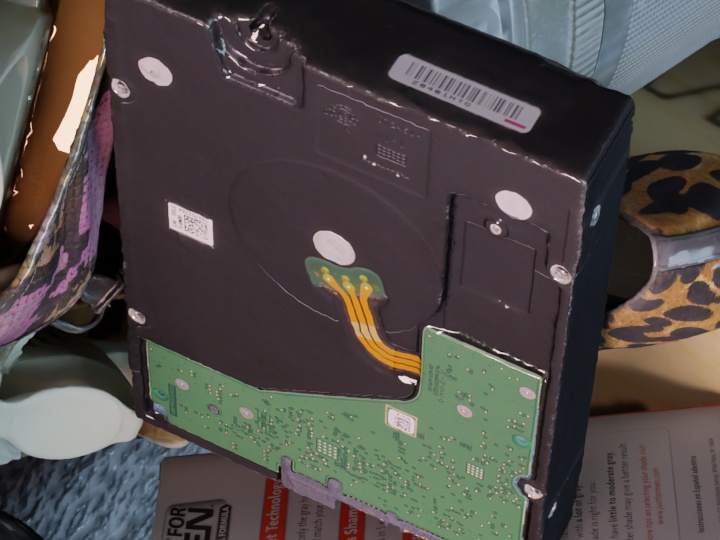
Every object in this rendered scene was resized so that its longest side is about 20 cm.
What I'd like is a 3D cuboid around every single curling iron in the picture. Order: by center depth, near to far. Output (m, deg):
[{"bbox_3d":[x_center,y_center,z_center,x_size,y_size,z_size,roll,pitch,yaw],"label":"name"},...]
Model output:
[{"bbox_3d":[-0.066,-0.014,0.929,0.026,0.050,0.200,-51,168,20],"label":"curling iron"}]

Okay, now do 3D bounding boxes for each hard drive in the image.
[{"bbox_3d":[0.000,0.000,0.801,0.038,0.139,0.201,-57,161,-33],"label":"hard drive"}]

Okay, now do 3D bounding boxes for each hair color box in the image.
[{"bbox_3d":[0.034,0.100,0.907,0.102,0.199,0.062,-85,169,-59],"label":"hair color box"}]

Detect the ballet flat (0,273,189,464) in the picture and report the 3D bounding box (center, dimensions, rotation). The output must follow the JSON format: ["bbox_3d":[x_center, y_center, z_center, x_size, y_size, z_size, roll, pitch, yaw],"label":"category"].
[{"bbox_3d":[-0.083,0.032,0.924,0.200,0.070,0.071,-4,119,-57],"label":"ballet flat"}]

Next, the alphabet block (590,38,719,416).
[{"bbox_3d":[0.107,-0.007,1.056,0.196,0.199,0.196,-29,138,-44],"label":"alphabet block"}]

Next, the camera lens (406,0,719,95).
[{"bbox_3d":[0.032,-0.116,0.878,0.200,0.160,0.161,-33,141,-40],"label":"camera lens"}]

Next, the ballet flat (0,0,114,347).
[{"bbox_3d":[-0.091,-0.067,0.771,0.071,0.069,0.201,-59,162,-69],"label":"ballet flat"}]

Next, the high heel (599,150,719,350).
[{"bbox_3d":[0.033,0.003,0.858,0.142,0.199,0.072,-8,86,-71],"label":"high heel"}]

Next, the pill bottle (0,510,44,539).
[{"bbox_3d":[-0.122,0.138,0.908,0.112,0.112,0.200,-55,150,-11],"label":"pill bottle"}]
